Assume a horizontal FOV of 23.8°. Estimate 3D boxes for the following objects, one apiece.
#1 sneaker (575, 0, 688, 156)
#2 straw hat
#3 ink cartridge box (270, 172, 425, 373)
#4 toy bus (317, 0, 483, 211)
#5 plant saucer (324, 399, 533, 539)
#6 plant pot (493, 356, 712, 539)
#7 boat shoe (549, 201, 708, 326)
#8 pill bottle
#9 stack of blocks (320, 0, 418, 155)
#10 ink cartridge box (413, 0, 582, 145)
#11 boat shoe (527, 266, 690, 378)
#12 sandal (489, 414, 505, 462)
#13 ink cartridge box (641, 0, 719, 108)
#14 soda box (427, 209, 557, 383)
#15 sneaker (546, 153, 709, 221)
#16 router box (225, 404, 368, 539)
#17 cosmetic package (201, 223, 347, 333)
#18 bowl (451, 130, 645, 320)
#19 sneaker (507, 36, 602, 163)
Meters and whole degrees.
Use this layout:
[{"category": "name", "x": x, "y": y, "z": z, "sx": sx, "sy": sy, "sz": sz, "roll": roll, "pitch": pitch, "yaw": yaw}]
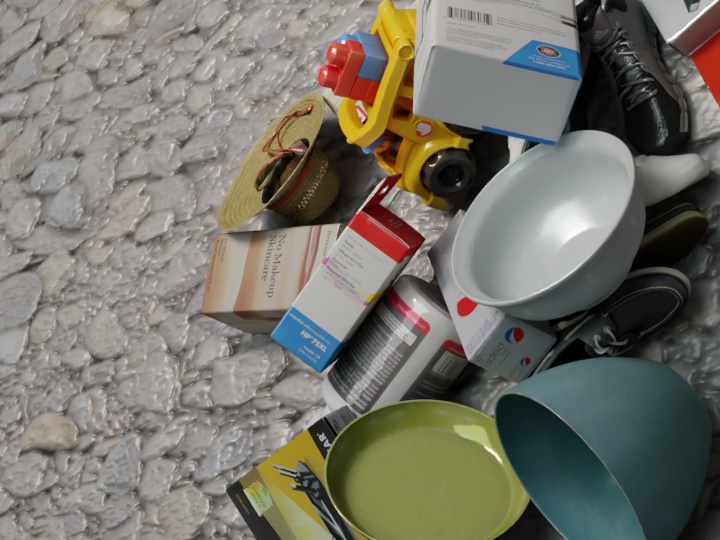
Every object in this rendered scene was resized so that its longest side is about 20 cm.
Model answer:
[{"category": "sneaker", "x": 0.253, "y": -0.204, "z": 1.691, "sx": 0.075, "sy": 0.115, "sz": 0.200, "roll": -32, "pitch": 54, "yaw": 29}, {"category": "straw hat", "x": -0.071, "y": -0.103, "z": 1.964, "sx": 0.201, "sy": 0.085, "sz": 0.201, "roll": -42, "pitch": 24, "yaw": 23}, {"category": "ink cartridge box", "x": 0.000, "y": 0.000, "z": 1.750, "sx": 0.067, "sy": 0.116, "sz": 0.200, "roll": 37, "pitch": 101, "yaw": 4}, {"category": "toy bus", "x": 0.040, "y": -0.178, "z": 1.791, "sx": 0.136, "sy": 0.191, "sz": 0.200, "roll": -111, "pitch": 34, "yaw": -51}, {"category": "plant saucer", "x": 0.065, "y": 0.204, "z": 1.636, "sx": 0.200, "sy": 0.200, "sz": 0.031, "roll": 49, "pitch": 149, "yaw": 42}, {"category": "plant pot", "x": 0.235, "y": 0.155, "z": 1.530, "sx": 0.135, "sy": 0.200, "sz": 0.200, "roll": -34, "pitch": 42, "yaw": -19}, {"category": "boat shoe", "x": 0.243, "y": -0.015, "z": 1.652, "sx": 0.200, "sy": 0.073, "sz": 0.065, "roll": -35, "pitch": 58, "yaw": 27}, {"category": "pill bottle", "x": 0.030, "y": 0.112, "z": 1.769, "sx": 0.200, "sy": 0.111, "sz": 0.111, "roll": -54, "pitch": 46, "yaw": 12}, {"category": "stack of blocks", "x": 0.057, "y": -0.233, "z": 1.923, "sx": 0.200, "sy": 0.059, "sz": 0.115, "roll": -51, "pitch": 46, "yaw": 15}, {"category": "ink cartridge box", "x": 0.130, "y": -0.222, "z": 1.654, "sx": 0.200, "sy": 0.146, "sz": 0.084, "roll": -85, "pitch": 8, "yaw": -52}, {"category": "boat shoe", "x": 0.233, "y": 0.067, "z": 1.620, "sx": 0.200, "sy": 0.073, "sz": 0.063, "roll": -35, "pitch": 30, "yaw": 37}, {"category": "sandal", "x": 0.082, "y": 0.215, "z": 1.718, "sx": 0.200, "sy": 0.055, "sz": 0.082, "roll": -43, "pitch": 49, "yaw": 21}, {"category": "ink cartridge box", "x": 0.381, "y": -0.279, "z": 1.656, "sx": 0.200, "sy": 0.044, "sz": 0.174, "roll": -41, "pitch": 49, "yaw": 23}, {"category": "soda box", "x": 0.128, "y": 0.024, "z": 1.701, "sx": 0.064, "sy": 0.068, "sz": 0.200, "roll": -54, "pitch": 27, "yaw": 22}, {"category": "sneaker", "x": 0.235, "y": -0.092, "z": 1.661, "sx": 0.200, "sy": 0.075, "sz": 0.089, "roll": -18, "pitch": 90, "yaw": 26}, {"category": "router box", "x": -0.023, "y": 0.261, "z": 1.726, "sx": 0.157, "sy": 0.052, "sz": 0.200, "roll": -39, "pitch": 80, "yaw": 32}, {"category": "cosmetic package", "x": -0.076, "y": 0.011, "z": 1.925, "sx": 0.200, "sy": 0.087, "sz": 0.104, "roll": -5, "pitch": 69, "yaw": 41}, {"category": "bowl", "x": 0.190, "y": -0.026, "z": 1.586, "sx": 0.201, "sy": 0.090, "sz": 0.201, "roll": -29, "pitch": 37, "yaw": 25}, {"category": "sneaker", "x": 0.179, "y": -0.155, "z": 1.785, "sx": 0.115, "sy": 0.076, "sz": 0.201, "roll": 5, "pitch": 74, "yaw": 57}]
